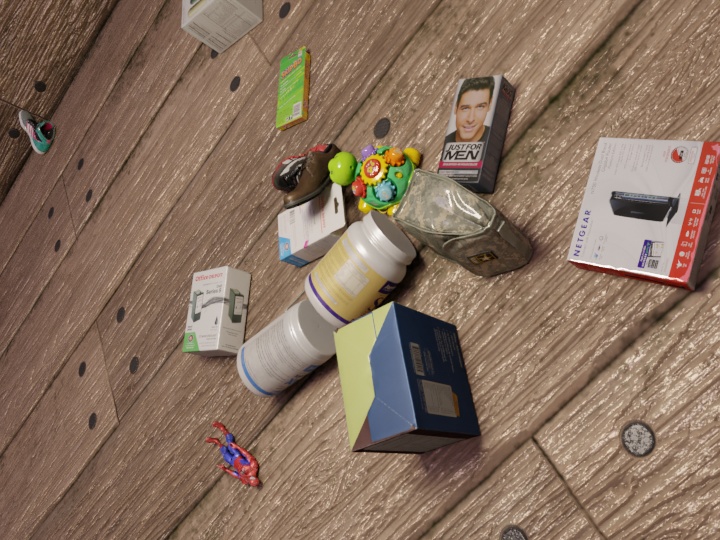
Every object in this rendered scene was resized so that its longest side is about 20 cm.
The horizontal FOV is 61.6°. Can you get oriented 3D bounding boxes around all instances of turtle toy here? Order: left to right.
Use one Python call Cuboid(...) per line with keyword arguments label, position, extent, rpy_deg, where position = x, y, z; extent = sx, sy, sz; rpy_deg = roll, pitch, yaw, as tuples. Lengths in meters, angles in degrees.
Cuboid(label="turtle toy", position=(0.025, -0.194, 1.230), extent=(0.196, 0.100, 0.150), rpy_deg=(12, 84, 33))

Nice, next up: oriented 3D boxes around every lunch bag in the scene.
Cuboid(label="lunch bag", position=(0.180, -0.070, 1.026), extent=(0.198, 0.163, 0.120), rpy_deg=(26, 87, 43))

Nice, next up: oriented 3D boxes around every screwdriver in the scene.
Cuboid(label="screwdriver", position=(-0.093, 0.013, 1.278), extent=(0.199, 0.028, 0.029), rpy_deg=(-44, 39, -11))

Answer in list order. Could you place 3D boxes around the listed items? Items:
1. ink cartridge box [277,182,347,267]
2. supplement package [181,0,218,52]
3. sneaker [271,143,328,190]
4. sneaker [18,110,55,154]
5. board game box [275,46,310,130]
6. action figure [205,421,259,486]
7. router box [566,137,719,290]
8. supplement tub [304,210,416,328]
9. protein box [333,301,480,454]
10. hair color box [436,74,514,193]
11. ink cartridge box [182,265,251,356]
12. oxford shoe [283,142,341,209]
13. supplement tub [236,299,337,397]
Cuboid(label="ink cartridge box", position=(-0.092, -0.101, 1.337), extent=(0.197, 0.067, 0.118), rpy_deg=(-24, 61, 34))
Cuboid(label="supplement package", position=(-0.405, -0.781, 1.771), extent=(0.197, 0.149, 0.156), rpy_deg=(-20, 64, 35))
Cuboid(label="sneaker", position=(-0.142, -0.223, 1.401), extent=(0.197, 0.071, 0.099), rpy_deg=(-16, 34, 36))
Cuboid(label="sneaker", position=(-1.377, -0.616, 2.582), extent=(0.119, 0.083, 0.204), rpy_deg=(-28, 91, 25))
Cuboid(label="board game box", position=(-0.173, -0.469, 1.553), extent=(0.094, 0.030, 0.206), rpy_deg=(-12, 72, 37))
Cuboid(label="action figure", position=(-0.284, 0.419, 1.355), extent=(0.198, 0.051, 0.067), rpy_deg=(30, 92, 40))
Cuboid(label="router box", position=(0.422, -0.089, 0.899), extent=(0.177, 0.048, 0.206), rpy_deg=(13, 85, 42))
Cuboid(label="supplement tub", position=(0.000, 0.000, 1.174), extent=(0.200, 0.144, 0.147), rpy_deg=(-47, 51, 19))
Cuboid(label="protein box", position=(0.078, 0.187, 1.008), extent=(0.133, 0.198, 0.204), rpy_deg=(-26, 60, 31))
Cuboid(label="hair color box", position=(0.213, -0.252, 1.125), extent=(0.097, 0.060, 0.206), rpy_deg=(8, 81, 42))
Cuboid(label="ink cartridge box", position=(-0.354, 0.103, 1.489), extent=(0.143, 0.083, 0.206), rpy_deg=(-9, 70, 38))
Cuboid(label="oxford shoe", position=(-0.107, -0.202, 1.281), extent=(0.072, 0.085, 0.201), rpy_deg=(-11, 30, 47))
Cuboid(label="supplement tub", position=(-0.154, 0.166, 1.264), extent=(0.198, 0.130, 0.135), rpy_deg=(-35, 56, 28))
